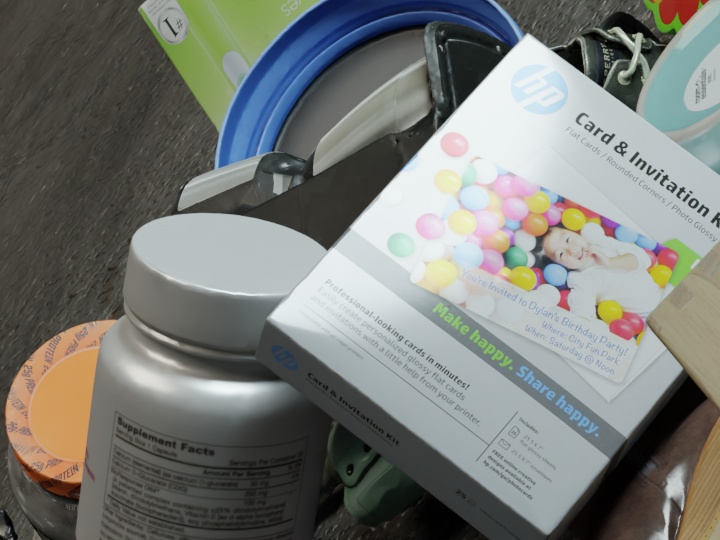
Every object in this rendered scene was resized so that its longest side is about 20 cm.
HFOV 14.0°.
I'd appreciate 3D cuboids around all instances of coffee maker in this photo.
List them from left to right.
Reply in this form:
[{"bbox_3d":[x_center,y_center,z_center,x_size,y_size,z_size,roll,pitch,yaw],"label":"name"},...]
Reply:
[{"bbox_3d":[0.000,0.000,1.444,0.200,0.135,0.192,-30,29,35],"label":"coffee maker"}]

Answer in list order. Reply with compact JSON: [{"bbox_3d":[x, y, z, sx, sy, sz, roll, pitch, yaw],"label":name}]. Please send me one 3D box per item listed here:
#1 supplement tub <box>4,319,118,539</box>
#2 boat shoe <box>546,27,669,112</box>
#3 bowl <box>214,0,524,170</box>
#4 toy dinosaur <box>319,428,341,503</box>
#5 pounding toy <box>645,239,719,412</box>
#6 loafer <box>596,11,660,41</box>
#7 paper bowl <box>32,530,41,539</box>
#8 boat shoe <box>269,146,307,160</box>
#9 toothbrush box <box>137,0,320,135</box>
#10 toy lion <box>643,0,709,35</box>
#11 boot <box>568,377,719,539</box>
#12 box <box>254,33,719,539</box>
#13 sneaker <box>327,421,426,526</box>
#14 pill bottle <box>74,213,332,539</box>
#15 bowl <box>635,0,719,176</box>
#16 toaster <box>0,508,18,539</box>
[{"bbox_3d":[-0.111,0.118,1.552,0.122,0.200,0.123,-7,56,10],"label":"supplement tub"},{"bbox_3d":[0.129,-0.088,1.518,0.199,0.064,0.071,-11,45,-3],"label":"boat shoe"},{"bbox_3d":[0.013,-0.070,1.641,0.200,0.039,0.201,-13,60,24],"label":"bowl"},{"bbox_3d":[0.021,0.067,1.624,0.200,0.047,0.088,-31,45,35],"label":"toy dinosaur"},{"bbox_3d":[0.234,0.048,1.071,0.142,0.200,0.184,-46,35,8],"label":"pounding toy"},{"bbox_3d":[0.127,-0.065,1.605,0.072,0.073,0.200,-38,22,38],"label":"loafer"},{"bbox_3d":[-0.122,0.107,1.761,0.201,0.104,0.201,-40,22,20],"label":"paper bowl"},{"bbox_3d":[-0.007,-0.021,1.708,0.200,0.073,0.063,23,89,33],"label":"boat shoe"},{"bbox_3d":[-0.017,-0.126,1.803,0.145,0.200,0.086,-38,-9,26],"label":"toothbrush box"},{"bbox_3d":[0.173,-0.205,1.534,0.200,0.068,0.193,140,132,-67],"label":"toy lion"},{"bbox_3d":[0.122,0.131,1.293,0.200,0.072,0.166,-48,14,-8],"label":"boot"},{"bbox_3d":[0.075,0.010,1.307,0.200,0.156,0.041,-47,-11,-29],"label":"box"},{"bbox_3d":[0.052,0.092,1.483,0.118,0.074,0.200,-57,26,-1],"label":"sneaker"},{"bbox_3d":[-0.072,0.083,1.372,0.113,0.113,0.201,-107,24,-66],"label":"pill bottle"},{"bbox_3d":[0.208,-0.074,1.408,0.201,0.105,0.201,-41,22,20],"label":"bowl"},{"bbox_3d":[-0.137,0.242,1.443,0.119,0.181,0.200,-49,21,6],"label":"toaster"}]
